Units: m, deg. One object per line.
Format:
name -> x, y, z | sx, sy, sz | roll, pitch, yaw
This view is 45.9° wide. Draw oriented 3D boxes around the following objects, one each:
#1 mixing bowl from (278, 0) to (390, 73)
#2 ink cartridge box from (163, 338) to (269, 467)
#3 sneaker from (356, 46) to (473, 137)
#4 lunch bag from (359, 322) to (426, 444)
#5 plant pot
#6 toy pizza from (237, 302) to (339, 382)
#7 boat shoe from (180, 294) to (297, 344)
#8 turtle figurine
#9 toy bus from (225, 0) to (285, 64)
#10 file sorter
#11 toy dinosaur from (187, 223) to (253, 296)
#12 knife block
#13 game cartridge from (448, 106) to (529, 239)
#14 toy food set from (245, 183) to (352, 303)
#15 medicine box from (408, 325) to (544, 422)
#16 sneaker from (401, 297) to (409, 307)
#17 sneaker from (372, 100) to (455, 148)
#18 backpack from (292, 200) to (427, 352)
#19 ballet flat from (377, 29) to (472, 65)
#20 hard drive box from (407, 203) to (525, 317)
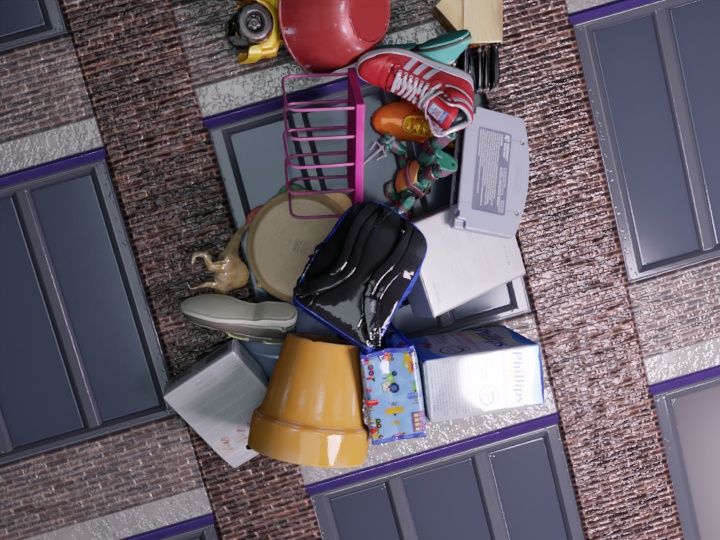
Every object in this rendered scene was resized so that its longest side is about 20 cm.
mixing bowl -> -0.023, -0.410, 1.338 | 0.198, 0.107, 0.204 | -17, 114, -45
ink cartridge box -> -0.221, 0.235, 1.489 | 0.159, 0.048, 0.201 | -32, 116, 14
sneaker -> 0.089, -0.277, 1.328 | 0.196, 0.114, 0.072 | 10, 140, -12
lunch bag -> 0.049, 0.176, 1.424 | 0.092, 0.200, 0.154 | -8, 102, 0
plant pot -> -0.074, 0.203, 1.386 | 0.196, 0.200, 0.187 | 8, 90, -4
toy pizza -> -0.128, 0.153, 1.494 | 0.196, 0.032, 0.205 | 0, 102, 1
boat shoe -> -0.205, 0.086, 1.430 | 0.197, 0.073, 0.061 | 6, 124, 4
turtle figurine -> 0.079, -0.161, 1.420 | 0.099, 0.199, 0.153 | 2, 65, -40
toy bus -> -0.126, -0.445, 1.384 | 0.188, 0.135, 0.205 | -6, 100, -18
file sorter -> -0.062, -0.199, 1.360 | 0.123, 0.140, 0.203 | -3, 125, -6
toy dinosaur -> -0.238, -0.010, 1.457 | 0.099, 0.059, 0.203 | 12, 117, -7
knife block -> 0.212, -0.411, 1.428 | 0.175, 0.064, 0.200 | 43, 93, -8
game cartridge -> 0.214, -0.159, 1.399 | 0.131, 0.041, 0.205 | 10, 83, -27
toy food set -> -0.104, -0.045, 1.465 | 0.194, 0.049, 0.205 | 5, 98, -3
medicine box -> 0.184, 0.169, 1.432 | 0.196, 0.182, 0.105 | -8, 97, -8
sneaker -> 0.006, 0.058, 1.444 | 0.196, 0.079, 0.071 | -1, 133, -20
sneaker -> 0.117, -0.248, 1.438 | 0.196, 0.077, 0.075 | 7, 99, -2
backpack -> 0.000, 0.000, 1.313 | 0.161, 0.168, 0.202 | 32, 83, -2
ballet flat -> 0.103, -0.345, 1.399 | 0.197, 0.067, 0.071 | -1, 121, 34
hard drive box -> 0.162, -0.032, 1.432 | 0.197, 0.076, 0.159 | -22, 98, -24
